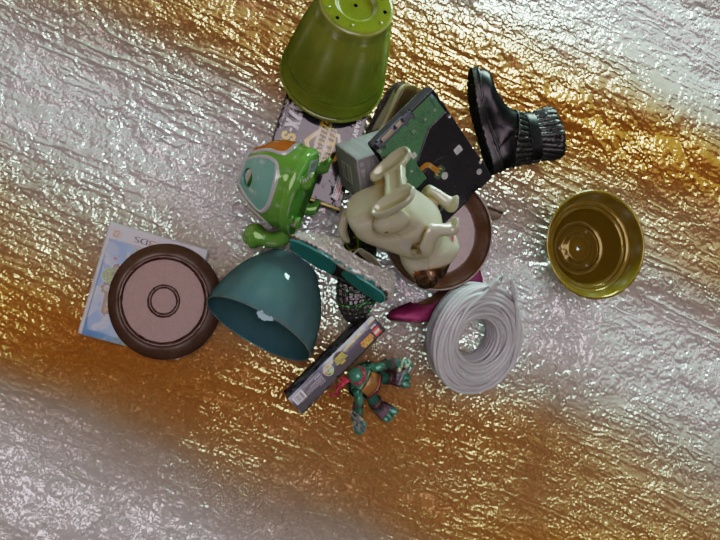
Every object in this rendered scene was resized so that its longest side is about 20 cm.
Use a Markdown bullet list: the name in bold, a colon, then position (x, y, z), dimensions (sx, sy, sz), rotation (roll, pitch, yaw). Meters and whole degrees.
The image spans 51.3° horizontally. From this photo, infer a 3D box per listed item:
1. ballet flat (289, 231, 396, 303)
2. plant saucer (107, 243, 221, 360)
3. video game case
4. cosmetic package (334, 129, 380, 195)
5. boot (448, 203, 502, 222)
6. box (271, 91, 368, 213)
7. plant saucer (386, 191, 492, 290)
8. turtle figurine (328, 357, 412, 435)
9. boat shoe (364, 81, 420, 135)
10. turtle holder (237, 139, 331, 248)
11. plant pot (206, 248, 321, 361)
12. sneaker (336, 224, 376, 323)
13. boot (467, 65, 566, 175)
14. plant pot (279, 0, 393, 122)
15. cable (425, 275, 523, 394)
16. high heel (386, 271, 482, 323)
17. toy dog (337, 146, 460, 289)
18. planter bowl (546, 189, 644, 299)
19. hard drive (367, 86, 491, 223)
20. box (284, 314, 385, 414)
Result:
- **ballet flat**: position (-0.026, -0.017, 1.260), dimensions (0.198, 0.072, 0.072), rotation (32, 82, -3)
- **plant saucer**: position (-0.339, 0.053, 1.299), dimensions (0.196, 0.034, 0.204), rotation (1, 85, -10)
- **video game case**: position (-0.380, 0.036, 1.321), dimensions (0.179, 0.022, 0.204), rotation (16, 84, -8)
- **cosmetic package**: position (0.066, -0.201, 1.319), dimensions (0.197, 0.107, 0.092), rotation (-17, 119, -16)
- **boot**: position (0.156, -0.069, 1.398), dimensions (0.197, 0.070, 0.149), rotation (15, 91, -7)
- **box**: position (-0.084, -0.226, 1.372), dimensions (0.157, 0.049, 0.203), rotation (18, 84, -6)
- **plant saucer**: position (0.137, -0.067, 1.344), dimensions (0.196, 0.037, 0.205), rotation (0, 93, -5)
- **turtle figurine**: position (0.025, 0.200, 1.292), dimensions (0.101, 0.200, 0.150), rotation (42, 91, 25)
- **boat shoe**: position (0.045, -0.253, 1.387), dimensions (0.073, 0.065, 0.202), rotation (25, 100, -35)
- **turtle holder**: position (-0.139, -0.136, 1.283), dimensions (0.130, 0.187, 0.142), rotation (22, 47, 7)
- **plant pot**: position (-0.145, 0.044, 1.283), dimensions (0.198, 0.200, 0.136), rotation (30, 67, -6)
- **sneaker**: position (0.000, 0.000, 1.335), dimensions (0.076, 0.085, 0.203), rotation (8, 66, -1)
- **boot**: position (0.294, -0.296, 1.420), dimensions (0.155, 0.079, 0.215), rotation (-17, 100, -3)
- **plant pot**: position (-0.028, -0.394, 1.289), dimensions (0.197, 0.193, 0.204), rotation (5, 67, -13)
- **cable**: position (0.205, 0.120, 1.359), dimensions (0.198, 0.069, 0.203), rotation (-25, 113, -19)
- **high heel**: position (0.135, 0.040, 1.382), dimensions (0.197, 0.067, 0.098), rotation (-9, 98, -25)
- **toy dog**: position (0.079, -0.059, 1.216), dimensions (0.193, 0.141, 0.200), rotation (-37, 124, 18)
- **planter bowl**: position (0.431, -0.045, 1.428), dimensions (0.196, 0.083, 0.205), rotation (1, 86, -9)
- **hard drive**: position (0.119, -0.186, 1.265), dimensions (0.140, 0.038, 0.200), rotation (-44, 121, -3)
- **box**: position (-0.048, 0.160, 1.310), dimensions (0.200, 0.137, 0.040), rotation (-44, 94, -8)
